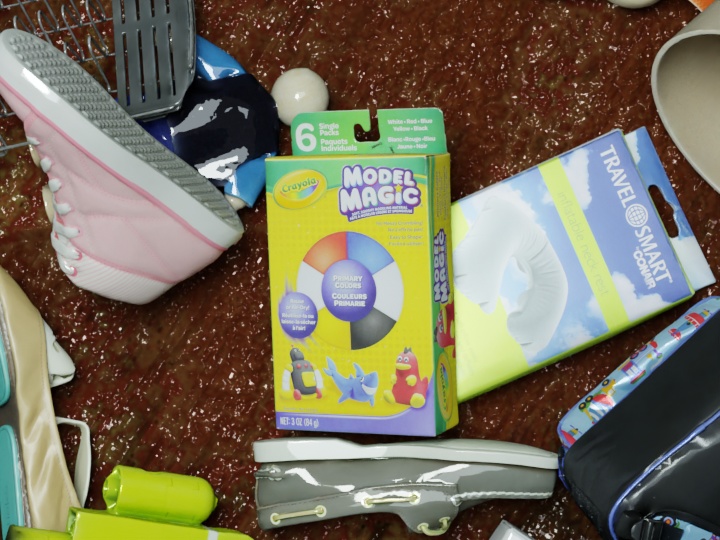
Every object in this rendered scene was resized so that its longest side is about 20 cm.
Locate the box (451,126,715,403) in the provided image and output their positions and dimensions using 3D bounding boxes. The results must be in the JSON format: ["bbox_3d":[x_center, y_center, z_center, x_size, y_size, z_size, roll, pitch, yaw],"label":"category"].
[{"bbox_3d":[0.124,-0.006,1.099,0.198,0.048,0.123,-24,86,-1],"label":"box"}]

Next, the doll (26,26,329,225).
[{"bbox_3d":[-0.117,-0.094,1.106,0.198,0.048,0.138,-15,86,-1],"label":"doll"}]

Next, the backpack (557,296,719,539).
[{"bbox_3d":[0.242,0.142,1.042,0.182,0.135,0.200,-42,114,-2],"label":"backpack"}]

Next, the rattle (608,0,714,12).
[{"bbox_3d":[0.170,-0.235,1.077,0.199,0.143,0.130,39,68,9],"label":"rattle"}]

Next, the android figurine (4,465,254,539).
[{"bbox_3d":[-0.132,0.219,1.058,0.198,0.041,0.184,10,85,-21],"label":"android figurine"}]

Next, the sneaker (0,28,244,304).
[{"bbox_3d":[-0.173,-0.051,1.028,0.104,0.076,0.200,-39,124,14],"label":"sneaker"}]

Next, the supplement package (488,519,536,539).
[{"bbox_3d":[0.086,0.273,1.037,0.121,0.120,0.201,33,86,5],"label":"supplement package"}]

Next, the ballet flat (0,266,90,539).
[{"bbox_3d":[-0.212,0.090,1.093,0.062,0.068,0.203,-7,87,-28],"label":"ballet flat"}]

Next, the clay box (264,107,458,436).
[{"bbox_3d":[0.000,0.000,1.062,0.114,0.048,0.203,0,97,24],"label":"clay box"}]

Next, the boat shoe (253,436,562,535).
[{"bbox_3d":[0.030,0.139,1.076,0.199,0.072,0.061,0,86,6],"label":"boat shoe"}]

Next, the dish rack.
[{"bbox_3d":[-0.206,-0.152,1.083,0.198,0.055,0.155,-11,67,7],"label":"dish rack"}]

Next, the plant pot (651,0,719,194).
[{"bbox_3d":[0.317,-0.147,1.058,0.187,0.187,0.200,40,73,3],"label":"plant pot"}]
